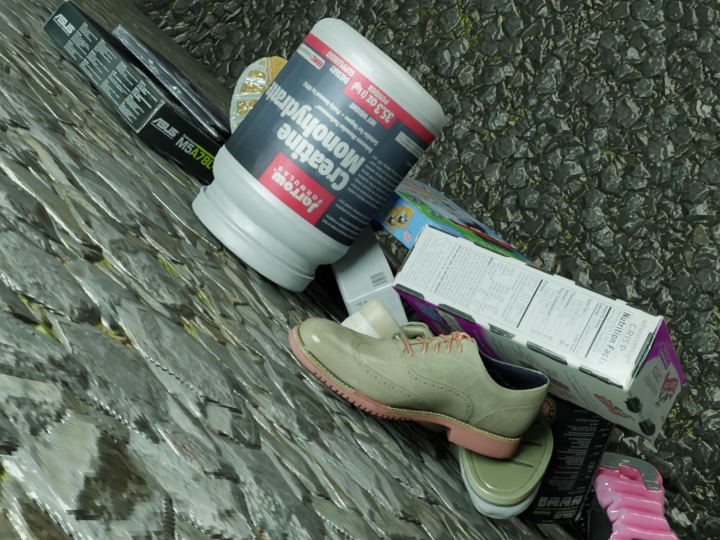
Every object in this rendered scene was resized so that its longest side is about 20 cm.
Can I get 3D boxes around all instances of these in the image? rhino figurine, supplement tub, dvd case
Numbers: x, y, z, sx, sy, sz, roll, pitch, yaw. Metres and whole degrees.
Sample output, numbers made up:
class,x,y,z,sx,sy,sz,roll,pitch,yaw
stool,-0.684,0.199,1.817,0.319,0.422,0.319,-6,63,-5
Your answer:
class,x,y,z,sx,sy,sz,roll,pitch,yaw
rhino figurine,0.272,0.186,1.066,0.199,0.060,0.088,36,-29,35
supplement tub,-0.036,-0.097,0.852,0.140,0.201,0.140,38,7,-5
dvd case,-0.178,-0.183,1.065,0.149,0.016,0.200,45,3,5

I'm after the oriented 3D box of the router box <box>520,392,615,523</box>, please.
class,x,y,z,sx,sy,sz,roll,pitch,yaw
router box,0.151,0.111,0.926,0.061,0.151,0.200,3,24,-26

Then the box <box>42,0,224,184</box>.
class,x,y,z,sx,sy,sz,roll,pitch,yaw
box,-0.213,-0.172,1.039,0.200,0.048,0.193,46,2,31

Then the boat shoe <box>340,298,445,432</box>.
class,x,y,z,sx,sy,sz,roll,pitch,yaw
boat shoe,0.044,0.080,0.838,0.072,0.065,0.200,46,5,38

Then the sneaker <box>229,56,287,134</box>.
class,x,y,z,sx,sy,sz,roll,pitch,yaw
sneaker,-0.091,-0.114,1.018,0.088,0.075,0.203,85,3,-78

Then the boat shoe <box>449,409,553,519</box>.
class,x,y,z,sx,sy,sz,roll,pitch,yaw
boat shoe,0.111,0.137,0.812,0.074,0.069,0.201,13,29,2

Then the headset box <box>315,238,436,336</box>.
class,x,y,z,sx,sy,sz,roll,pitch,yaw
headset box,0.026,0.024,1.147,0.200,0.075,0.149,41,6,-29

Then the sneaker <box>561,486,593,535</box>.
class,x,y,z,sx,sy,sz,roll,pitch,yaw
sneaker,0.196,0.181,1.047,0.090,0.070,0.202,11,-50,58

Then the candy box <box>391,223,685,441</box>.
class,x,y,z,sx,sy,sz,roll,pitch,yaw
candy box,0.137,0.047,0.761,0.199,0.061,0.136,25,-11,31

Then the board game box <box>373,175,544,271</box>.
class,x,y,z,sx,sy,sz,roll,pitch,yaw
board game box,0.066,-0.047,0.944,0.150,0.037,0.200,20,15,-39

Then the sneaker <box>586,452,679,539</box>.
class,x,y,z,sx,sy,sz,roll,pitch,yaw
sneaker,0.228,0.250,0.855,0.078,0.096,0.201,15,29,1

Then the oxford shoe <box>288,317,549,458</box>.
class,x,y,z,sx,sy,sz,roll,pitch,yaw
oxford shoe,0.044,0.066,0.711,0.198,0.075,0.071,22,24,-23

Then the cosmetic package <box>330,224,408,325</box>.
class,x,y,z,sx,sy,sz,roll,pitch,yaw
cosmetic package,0.000,0.000,0.954,0.201,0.050,0.083,-112,179,-57

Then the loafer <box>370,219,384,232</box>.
class,x,y,z,sx,sy,sz,roll,pitch,yaw
loafer,-0.048,-0.094,1.094,0.198,0.070,0.075,13,-20,21
